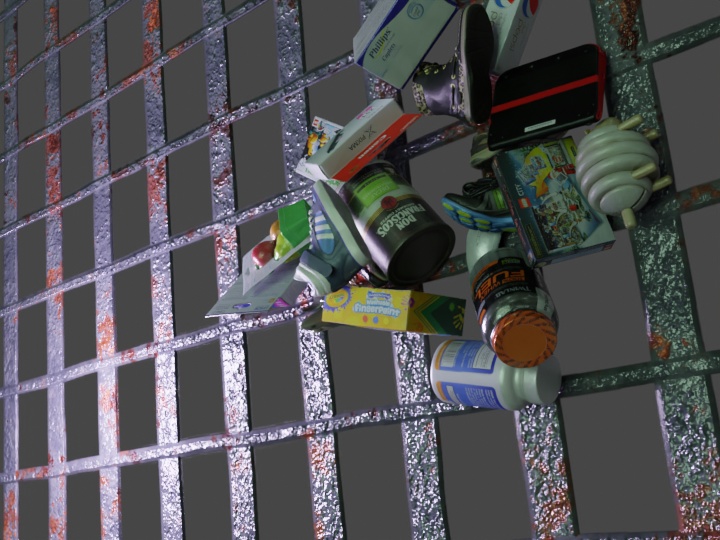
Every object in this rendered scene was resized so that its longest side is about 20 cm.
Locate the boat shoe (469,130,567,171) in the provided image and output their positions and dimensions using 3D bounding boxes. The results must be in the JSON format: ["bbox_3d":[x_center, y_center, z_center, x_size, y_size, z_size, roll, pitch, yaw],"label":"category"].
[{"bbox_3d":[0.266,-0.238,1.549,0.200,0.074,0.073,-22,70,36],"label":"boat shoe"}]

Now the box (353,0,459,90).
[{"bbox_3d":[0.079,-0.456,1.669,0.184,0.105,0.200,-54,16,22],"label":"box"}]

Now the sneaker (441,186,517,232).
[{"bbox_3d":[0.237,-0.111,1.525,0.199,0.071,0.083,4,72,8],"label":"sneaker"}]

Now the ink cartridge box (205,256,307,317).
[{"bbox_3d":[-0.195,0.037,1.857,0.196,0.043,0.200,-6,37,42],"label":"ink cartridge box"}]

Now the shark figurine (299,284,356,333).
[{"bbox_3d":[-0.055,0.057,1.766,0.214,0.128,0.090,-102,9,-76],"label":"shark figurine"}]

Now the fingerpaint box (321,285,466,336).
[{"bbox_3d":[0.060,0.073,1.621,0.200,0.167,0.073,4,86,41],"label":"fingerpaint box"}]

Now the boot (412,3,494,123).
[{"bbox_3d":[0.161,-0.360,1.587,0.151,0.073,0.200,13,113,51],"label":"boot"}]

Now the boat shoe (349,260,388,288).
[{"bbox_3d":[0.000,0.000,1.712,0.063,0.071,0.200,-52,24,3],"label":"boat shoe"}]

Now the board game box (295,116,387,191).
[{"bbox_3d":[-0.040,-0.229,1.846,0.200,0.035,0.126,28,102,41],"label":"board game box"}]

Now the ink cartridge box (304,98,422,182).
[{"bbox_3d":[0.002,-0.247,1.698,0.200,0.044,0.174,-43,19,-10],"label":"ink cartridge box"}]

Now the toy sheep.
[{"bbox_3d":[0.397,-0.153,1.383,0.138,0.138,0.200,-29,48,35],"label":"toy sheep"}]

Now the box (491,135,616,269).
[{"bbox_3d":[0.310,-0.112,1.460,0.136,0.038,0.200,-14,67,-5],"label":"box"}]

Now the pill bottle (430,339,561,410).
[{"bbox_3d":[0.225,0.173,1.495,0.200,0.112,0.112,0,83,41],"label":"pill bottle"}]

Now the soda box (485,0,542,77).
[{"bbox_3d":[0.263,-0.444,1.591,0.068,0.064,0.200,27,102,41],"label":"soda box"}]

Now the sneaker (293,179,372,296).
[{"bbox_3d":[-0.078,-0.050,1.614,0.146,0.081,0.200,-37,62,16],"label":"sneaker"}]

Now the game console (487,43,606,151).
[{"bbox_3d":[0.308,-0.286,1.496,0.200,0.031,0.177,-13,52,34],"label":"game console"}]

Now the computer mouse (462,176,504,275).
[{"bbox_3d":[0.220,-0.070,1.583,0.110,0.044,0.200,-2,82,41],"label":"computer mouse"}]

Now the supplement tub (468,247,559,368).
[{"bbox_3d":[0.244,0.059,1.435,0.123,0.122,0.200,-52,20,23],"label":"supplement tub"}]

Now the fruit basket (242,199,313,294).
[{"bbox_3d":[-0.163,-0.046,1.851,0.200,0.094,0.185,-44,23,12],"label":"fruit basket"}]

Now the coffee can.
[{"bbox_3d":[0.059,-0.088,1.661,0.146,0.146,0.200,-54,53,21],"label":"coffee can"}]
